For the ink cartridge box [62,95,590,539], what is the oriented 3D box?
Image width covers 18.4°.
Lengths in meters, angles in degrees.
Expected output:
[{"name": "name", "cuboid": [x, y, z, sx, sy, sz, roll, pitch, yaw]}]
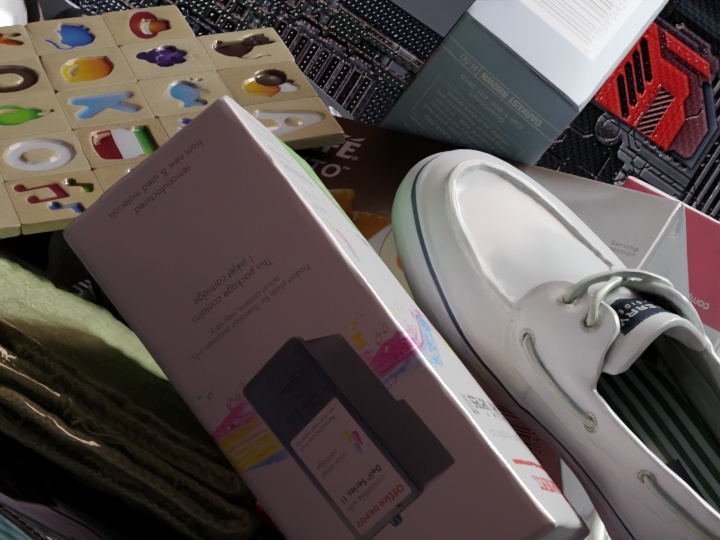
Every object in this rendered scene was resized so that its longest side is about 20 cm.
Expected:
[{"name": "ink cartridge box", "cuboid": [0.006, 0.052, 0.679, 0.200, 0.067, 0.117, 53, 4, 12]}]

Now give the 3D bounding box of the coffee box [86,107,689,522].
[{"name": "coffee box", "cuboid": [0.012, 0.014, 0.850, 0.199, 0.114, 0.080, 17, -41, 27]}]

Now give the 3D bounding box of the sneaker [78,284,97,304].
[{"name": "sneaker", "cuboid": [-0.062, 0.008, 1.000, 0.077, 0.089, 0.200, 35, 10, 9]}]

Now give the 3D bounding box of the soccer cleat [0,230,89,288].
[{"name": "soccer cleat", "cuboid": [-0.192, -0.050, 0.918, 0.199, 0.070, 0.086, 24, 29, 5]}]

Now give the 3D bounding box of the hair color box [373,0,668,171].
[{"name": "hair color box", "cuboid": [0.043, -0.057, 0.928, 0.061, 0.099, 0.200, 40, -40, 1]}]

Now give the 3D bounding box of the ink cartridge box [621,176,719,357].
[{"name": "ink cartridge box", "cuboid": [0.129, 0.073, 1.067, 0.083, 0.200, 0.146, 29, 0, 23]}]

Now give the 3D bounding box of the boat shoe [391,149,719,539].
[{"name": "boat shoe", "cuboid": [0.087, 0.029, 0.725, 0.200, 0.073, 0.067, 52, -33, 16]}]

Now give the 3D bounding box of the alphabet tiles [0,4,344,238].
[{"name": "alphabet tiles", "cuboid": [-0.115, -0.060, 0.866, 0.199, 0.006, 0.167, -9, 32, -17]}]

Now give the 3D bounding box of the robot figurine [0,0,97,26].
[{"name": "robot figurine", "cuboid": [-0.163, -0.073, 1.051, 0.200, 0.150, 0.125, 31, 15, -42]}]

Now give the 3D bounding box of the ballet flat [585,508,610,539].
[{"name": "ballet flat", "cuboid": [0.075, 0.077, 0.865, 0.069, 0.069, 0.200, 32, 42, -10]}]

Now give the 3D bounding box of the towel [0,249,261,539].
[{"name": "towel", "cuboid": [-0.092, 0.040, 0.744, 0.148, 0.037, 0.200, 32, 2, 0]}]

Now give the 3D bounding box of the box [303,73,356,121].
[{"name": "box", "cuboid": [0.000, 0.000, 1.090, 0.201, 0.044, 0.160, 64, 9, 16]}]
